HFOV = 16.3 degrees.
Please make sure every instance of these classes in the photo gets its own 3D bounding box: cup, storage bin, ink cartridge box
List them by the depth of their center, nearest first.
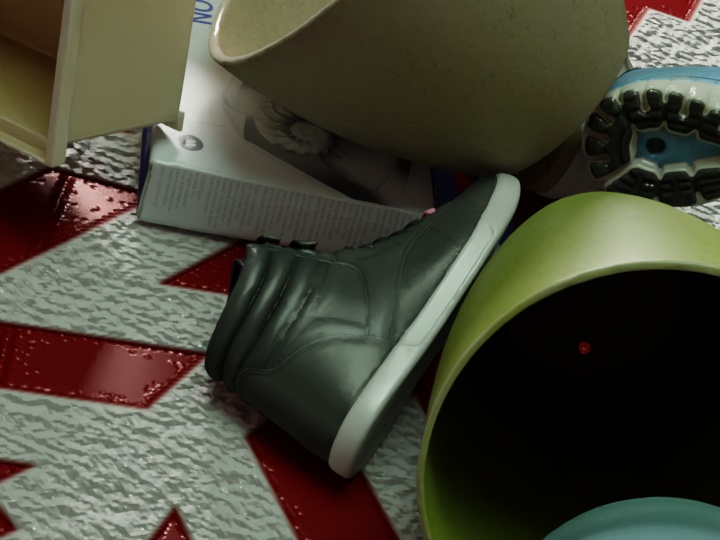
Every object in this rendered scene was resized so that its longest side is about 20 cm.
[{"bbox_3d":[-0.166,-0.182,1.175,0.198,0.201,0.093,26,26,34],"label":"storage bin"},{"bbox_3d":[0.047,-0.129,1.204,0.143,0.200,0.201,42,29,-20],"label":"cup"},{"bbox_3d":[-0.012,-0.077,1.280,0.198,0.041,0.200,12,36,-12],"label":"ink cartridge box"}]

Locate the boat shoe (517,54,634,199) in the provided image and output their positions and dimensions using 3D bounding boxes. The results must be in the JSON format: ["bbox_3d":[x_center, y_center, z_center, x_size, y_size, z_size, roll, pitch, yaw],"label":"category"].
[{"bbox_3d":[0.122,-0.088,1.344,0.069,0.071,0.201,27,31,-14],"label":"boat shoe"}]

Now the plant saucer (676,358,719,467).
[{"bbox_3d":[0.236,0.058,1.131,0.199,0.039,0.202,-7,53,9],"label":"plant saucer"}]

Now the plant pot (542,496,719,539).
[{"bbox_3d":[0.105,0.178,0.876,0.199,0.201,0.188,19,19,-1],"label":"plant pot"}]

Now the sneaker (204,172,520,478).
[{"bbox_3d":[0.000,0.000,1.141,0.099,0.071,0.200,29,46,8],"label":"sneaker"}]

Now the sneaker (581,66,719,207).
[{"bbox_3d":[0.211,-0.071,1.238,0.198,0.079,0.090,12,27,2],"label":"sneaker"}]

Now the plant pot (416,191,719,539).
[{"bbox_3d":[0.113,0.045,1.079,0.186,0.188,0.200,15,21,-7],"label":"plant pot"}]
